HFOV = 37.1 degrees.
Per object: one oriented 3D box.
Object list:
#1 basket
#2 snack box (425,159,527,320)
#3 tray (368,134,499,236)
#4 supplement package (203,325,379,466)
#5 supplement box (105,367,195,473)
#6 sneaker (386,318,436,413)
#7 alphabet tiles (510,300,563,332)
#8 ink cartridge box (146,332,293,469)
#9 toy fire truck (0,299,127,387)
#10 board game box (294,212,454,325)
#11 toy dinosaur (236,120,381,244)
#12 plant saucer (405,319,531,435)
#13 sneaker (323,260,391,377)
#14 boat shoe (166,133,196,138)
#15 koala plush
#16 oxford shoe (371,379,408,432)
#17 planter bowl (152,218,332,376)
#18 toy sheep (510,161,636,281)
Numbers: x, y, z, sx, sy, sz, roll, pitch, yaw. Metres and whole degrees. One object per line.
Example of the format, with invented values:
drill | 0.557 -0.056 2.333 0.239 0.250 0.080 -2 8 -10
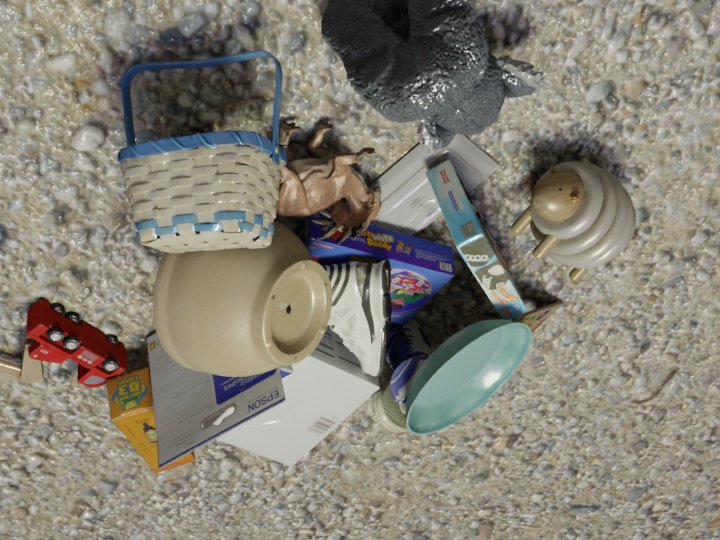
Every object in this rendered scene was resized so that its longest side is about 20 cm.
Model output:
basket | -0.166 -0.122 1.113 0.174 0.203 0.139 -3 176 15
snack box | 0.143 -0.032 1.305 0.037 0.117 0.200 -26 145 10
tray | 0.068 -0.089 1.324 0.199 0.022 0.107 -39 131 25
supplement package | -0.098 0.149 1.460 0.155 0.112 0.200 26 125 -32
supplement box | -0.287 0.209 1.481 0.066 0.070 0.201 -16 151 -2
sneaker | 0.061 0.121 1.450 0.081 0.115 0.199 -45 166 10
alphabet tiles | 0.183 0.118 1.492 0.200 0.008 0.166 -48 161 27
ink cartridge box | -0.179 0.129 1.358 0.196 0.202 0.047 -29 143 17
toy fire truck | -0.419 0.107 1.394 0.140 0.049 0.199 -35 132 22
board game box | 0.000 0.000 1.358 0.198 0.045 0.135 14 143 -23
toy dinosaur | -0.057 -0.091 1.230 0.197 0.086 0.137 -1 122 -14
plant saucer | 0.128 0.127 1.353 0.199 0.036 0.201 -30 151 -19
sneaker | -0.020 0.056 1.351 0.114 0.076 0.202 5 139 6
boat shoe | -0.185 -0.070 1.253 0.063 0.071 0.202 -4 133 -6
koala plush | 0.088 -0.206 1.122 0.176 0.186 0.200 -31 145 19
oxford shoe | 0.042 0.188 1.501 0.057 0.076 0.200 -15 179 13
planter bowl | -0.117 0.033 1.215 0.134 0.201 0.201 16 150 35
toy sheep | 0.272 -0.063 1.321 0.137 0.139 0.199 -37 145 24
